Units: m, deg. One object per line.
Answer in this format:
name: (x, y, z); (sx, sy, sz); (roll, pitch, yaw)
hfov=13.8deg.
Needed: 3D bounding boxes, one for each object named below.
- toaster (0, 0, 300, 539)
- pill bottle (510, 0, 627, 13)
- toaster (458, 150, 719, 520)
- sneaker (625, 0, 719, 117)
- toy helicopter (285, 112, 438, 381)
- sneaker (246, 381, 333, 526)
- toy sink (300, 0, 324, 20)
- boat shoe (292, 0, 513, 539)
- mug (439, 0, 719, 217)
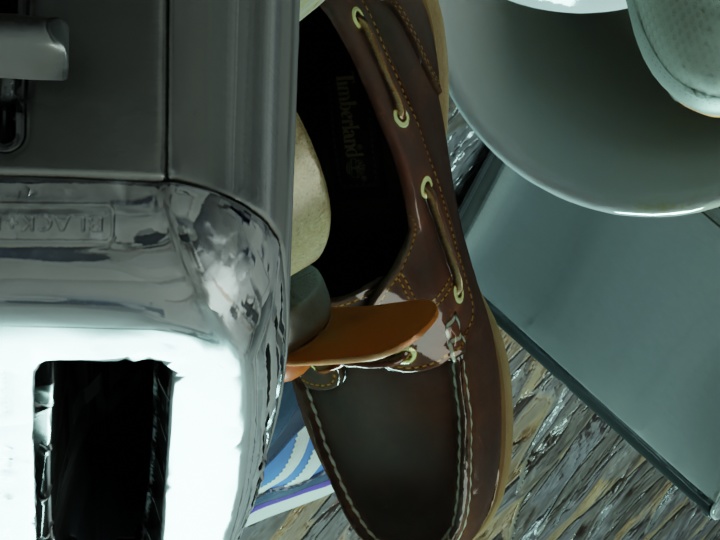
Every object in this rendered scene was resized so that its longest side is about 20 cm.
toaster: (-0.069, -0.015, 0.584); (0.200, 0.113, 0.130); (102, -12, -59)
pill bottle: (0.071, -0.170, 0.820); (0.111, 0.111, 0.200); (-42, 162, -27)
toaster: (0.149, -0.014, 1.239); (0.180, 0.200, 0.119); (-18, 142, -47)
sneaker: (0.082, -0.116, 0.664); (0.092, 0.075, 0.201); (-50, 150, -50)
toy helicopter: (-0.051, -0.021, 0.794); (0.079, 0.133, 0.200); (-35, -178, -20)
sneaker: (-0.028, 0.022, 1.018); (0.200, 0.081, 0.147); (-34, 161, -29)
toy sink: (-0.017, -0.142, 0.654); (0.130, 0.112, 0.200); (-42, 162, -25)
boat shoe: (0.000, 0.000, 0.932); (0.070, 0.070, 0.201); (-37, 117, -68)
mug: (0.130, -0.098, 1.029); (0.150, 0.186, 0.153); (-67, 167, 19)
